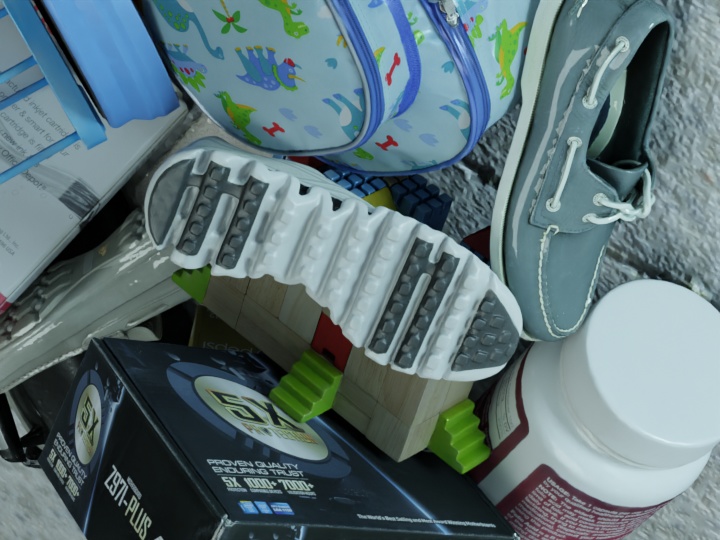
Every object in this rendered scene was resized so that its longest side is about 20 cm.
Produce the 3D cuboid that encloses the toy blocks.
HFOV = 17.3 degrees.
[{"bbox_3d":[0.000,0.000,1.256,0.200,0.100,0.137,37,129,25],"label":"toy blocks"}]

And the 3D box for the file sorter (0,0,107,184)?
[{"bbox_3d":[-0.240,-0.140,1.230,0.200,0.123,0.139,62,176,-23],"label":"file sorter"}]

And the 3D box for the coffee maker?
[{"bbox_3d":[-0.173,0.016,1.510,0.192,0.135,0.200,-17,120,17],"label":"coffee maker"}]

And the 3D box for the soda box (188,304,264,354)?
[{"bbox_3d":[-0.086,0.120,1.453,0.068,0.064,0.200,10,127,-5],"label":"soda box"}]

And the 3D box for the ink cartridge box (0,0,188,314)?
[{"bbox_3d":[-0.217,-0.071,1.372,0.145,0.200,0.083,43,175,-2],"label":"ink cartridge box"}]

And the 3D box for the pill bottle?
[{"bbox_3d":[0.123,0.090,1.291,0.114,0.114,0.200,41,145,2],"label":"pill bottle"}]

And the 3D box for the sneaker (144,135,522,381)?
[{"bbox_3d":[-0.009,-0.012,1.175,0.200,0.081,0.075,28,106,-7],"label":"sneaker"}]

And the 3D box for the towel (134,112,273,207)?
[{"bbox_3d":[-0.052,-0.043,1.389,0.133,0.034,0.200,43,145,-2],"label":"towel"}]

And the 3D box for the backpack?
[{"bbox_3d":[-0.013,-0.137,1.155,0.183,0.147,0.200,2,134,48],"label":"backpack"}]

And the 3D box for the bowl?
[{"bbox_3d":[-0.157,-0.162,1.205,0.201,0.039,0.201,60,176,7],"label":"bowl"}]

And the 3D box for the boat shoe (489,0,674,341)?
[{"bbox_3d":[0.112,-0.048,1.157,0.062,0.073,0.200,24,120,33],"label":"boat shoe"}]

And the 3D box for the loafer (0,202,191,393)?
[{"bbox_3d":[-0.145,0.020,1.394,0.200,0.070,0.070,-32,116,20],"label":"loafer"}]

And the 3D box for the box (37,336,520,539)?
[{"bbox_3d":[-0.043,0.122,1.262,0.164,0.200,0.086,49,121,45],"label":"box"}]
